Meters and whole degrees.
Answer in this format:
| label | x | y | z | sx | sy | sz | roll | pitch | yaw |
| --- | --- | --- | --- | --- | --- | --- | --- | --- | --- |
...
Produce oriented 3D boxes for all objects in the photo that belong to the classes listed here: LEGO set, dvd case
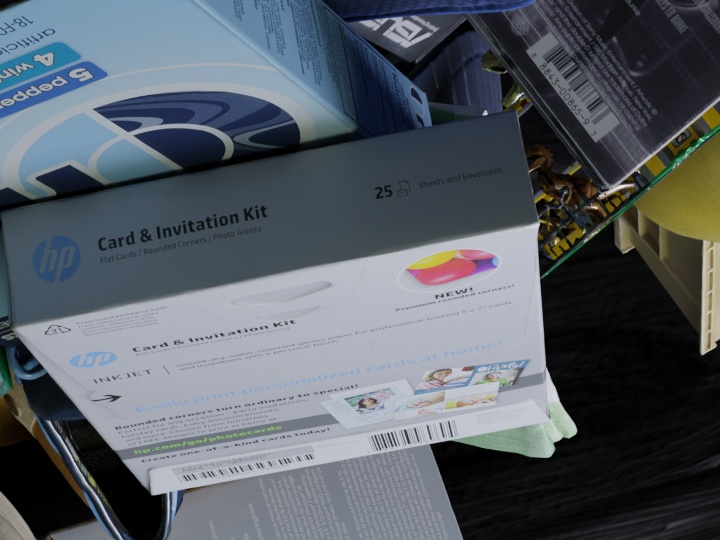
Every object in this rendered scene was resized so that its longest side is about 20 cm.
| label | x | y | z | sx | sy | sz | roll | pitch | yaw |
| --- | --- | --- | --- | --- | --- | --- | --- | --- | --- |
| LEGO set | 0.083 | -0.083 | 0.791 | 0.153 | 0.116 | 0.200 | -37 | 176 | -25 |
| dvd case | 0.109 | -0.145 | 0.686 | 0.200 | 0.149 | 0.016 | -39 | -178 | -12 |

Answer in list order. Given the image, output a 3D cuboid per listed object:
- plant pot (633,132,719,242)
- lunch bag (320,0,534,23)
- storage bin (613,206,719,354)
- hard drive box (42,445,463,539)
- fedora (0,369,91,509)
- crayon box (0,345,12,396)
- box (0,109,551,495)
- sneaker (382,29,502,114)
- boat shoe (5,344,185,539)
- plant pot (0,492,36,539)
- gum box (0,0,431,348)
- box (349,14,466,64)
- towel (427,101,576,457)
| label | x | y | z | sx | sy | sz | roll | pitch | yaw |
| --- | --- | --- | --- | --- | --- | --- | --- | --- | --- |
| plant pot | 0.186 | -0.090 | 0.947 | 0.199 | 0.201 | 0.142 | -11 | 161 | -38 |
| lunch bag | -0.018 | -0.161 | 0.566 | 0.135 | 0.133 | 0.199 | 2 | 162 | 41 |
| storage bin | 0.245 | -0.073 | 1.137 | 0.199 | 0.094 | 0.199 | -30 | 154 | -5 |
| hard drive box | -0.068 | 0.154 | 1.043 | 0.199 | 0.077 | 0.156 | -15 | 167 | -22 |
| fedora | -0.097 | 0.055 | 0.939 | 0.200 | 0.082 | 0.201 | -31 | 169 | -7 |
| crayon box | -0.244 | 0.034 | 0.753 | 0.199 | 0.059 | 0.119 | -20 | 153 | 4 |
| box | -0.017 | 0.019 | 0.673 | 0.155 | 0.042 | 0.200 | -11 | 160 | 3 |
| sneaker | 0.002 | -0.061 | 0.900 | 0.082 | 0.075 | 0.200 | -1 | -166 | 30 |
| boat shoe | -0.095 | 0.030 | 0.795 | 0.084 | 0.069 | 0.201 | -18 | 133 | 4 |
| plant pot | -0.201 | 0.156 | 0.831 | 0.199 | 0.202 | 0.183 | -22 | 179 | -22 |
| gum box | -0.090 | -0.042 | 0.599 | 0.169 | 0.045 | 0.200 | -18 | 157 | 19 |
| box | 0.023 | -0.167 | 0.762 | 0.161 | 0.049 | 0.200 | -39 | 155 | 16 |
| towel | 0.000 | 0.000 | 0.798 | 0.201 | 0.151 | 0.024 | 70 | 37 | -50 |
